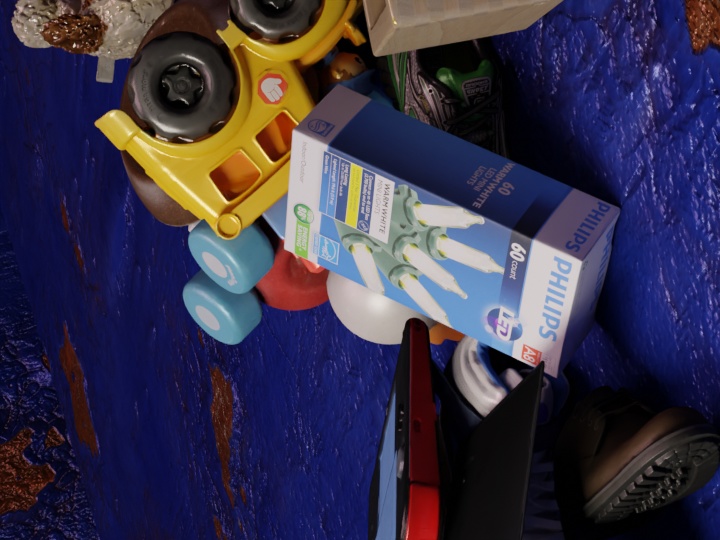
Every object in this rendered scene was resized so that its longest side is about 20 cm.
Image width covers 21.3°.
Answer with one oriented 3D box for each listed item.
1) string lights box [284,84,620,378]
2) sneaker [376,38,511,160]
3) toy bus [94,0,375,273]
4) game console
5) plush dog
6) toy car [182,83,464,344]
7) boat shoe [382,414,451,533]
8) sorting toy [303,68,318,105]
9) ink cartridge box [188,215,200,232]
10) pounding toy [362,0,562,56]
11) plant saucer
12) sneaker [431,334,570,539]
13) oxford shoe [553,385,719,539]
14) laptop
[{"bbox_3d":[0.053,-0.026,1.181,0.199,0.059,0.103,25,137,19],"label":"string lights box"},{"bbox_3d":[0.061,-0.089,1.254,0.085,0.077,0.202,135,121,-68],"label":"sneaker"},{"bbox_3d":[-0.051,-0.105,1.295,0.192,0.200,0.136,48,178,-3],"label":"toy bus"},{"bbox_3d":[0.024,0.159,1.308,0.201,0.031,0.178,101,169,-46],"label":"game console"},{"bbox_3d":[-0.241,-0.270,1.946,0.160,0.200,0.172,45,177,-11],"label":"plush dog"},{"bbox_3d":[0.000,0.000,1.432,0.200,0.184,0.177,40,155,11],"label":"toy car"},{"bbox_3d":[0.073,0.183,1.422,0.201,0.073,0.064,48,143,43],"label":"boat shoe"},{"bbox_3d":[-0.046,-0.214,1.486,0.201,0.036,0.186,-91,4,-47],"label":"sorting toy"},{"bbox_3d":[-0.080,-0.082,1.596,0.200,0.050,0.164,35,-123,-65],"label":"ink cartridge box"},{"bbox_3d":[0.064,-0.242,1.094,0.184,0.141,0.202,-171,71,-86],"label":"pounding toy"},{"bbox_3d":[-0.139,-0.137,1.507,0.200,0.036,0.202,-23,60,48],"label":"plant saucer"},{"bbox_3d":[0.104,0.131,1.270,0.147,0.080,0.201,104,154,-62],"label":"sneaker"},{"bbox_3d":[0.151,0.106,1.127,0.200,0.072,0.085,128,129,-67],"label":"oxford shoe"},{"bbox_3d":[0.116,0.190,1.153,0.200,0.116,0.187,45,156,6],"label":"laptop"}]
